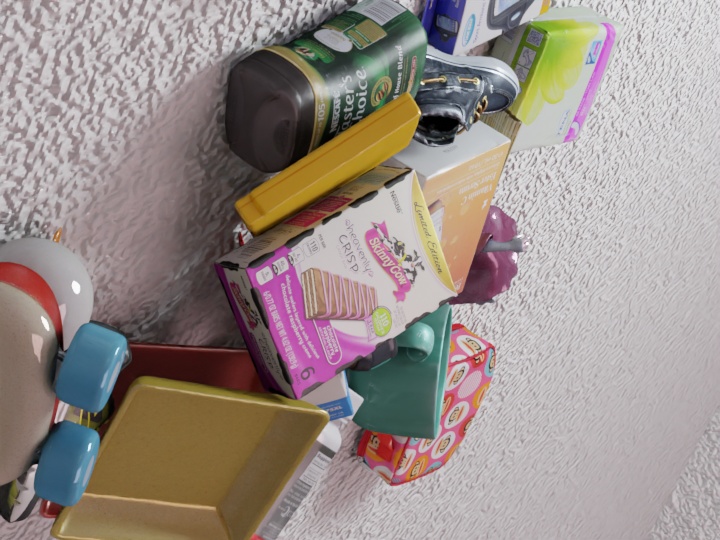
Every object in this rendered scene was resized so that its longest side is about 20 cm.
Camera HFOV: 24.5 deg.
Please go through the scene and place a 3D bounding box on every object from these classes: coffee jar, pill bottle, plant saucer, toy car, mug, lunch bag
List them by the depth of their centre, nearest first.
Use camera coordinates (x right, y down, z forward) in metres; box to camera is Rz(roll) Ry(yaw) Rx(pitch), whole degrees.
[{"bbox_3d":[-0.264,0.050,1.272,0.200,0.184,0.177,-70,179,-61],"label":"toy car"},{"bbox_3d":[-0.032,-0.165,1.471,0.200,0.085,0.105,-32,146,-40],"label":"coffee jar"},{"bbox_3d":[-0.159,0.169,1.495,0.199,0.049,0.200,12,125,-32],"label":"plant saucer"},{"bbox_3d":[-0.185,0.143,1.533,0.199,0.037,0.201,4,122,-26],"label":"plant saucer"},{"bbox_3d":[-0.093,0.190,1.751,0.200,0.114,0.114,-55,155,-3],"label":"pill bottle"},{"bbox_3d":[0.037,0.094,1.840,0.152,0.114,0.186,-74,168,-53],"label":"mug"},{"bbox_3d":[0.077,0.172,2.068,0.176,0.082,0.201,-17,135,-53],"label":"lunch bag"}]

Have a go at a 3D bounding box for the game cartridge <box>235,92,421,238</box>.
[{"bbox_3d":[-0.030,-0.090,1.475,0.176,0.033,0.200,-33,177,-3],"label":"game cartridge"}]

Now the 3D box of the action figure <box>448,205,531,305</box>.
[{"bbox_3d":[0.119,-0.058,1.894,0.148,0.134,0.200,-17,143,15],"label":"action figure"}]

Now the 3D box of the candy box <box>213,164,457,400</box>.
[{"bbox_3d":[-0.019,0.008,1.502,0.200,0.061,0.137,-33,114,-28],"label":"candy box"}]

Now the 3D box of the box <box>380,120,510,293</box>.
[{"bbox_3d":[0.049,-0.058,1.718,0.152,0.106,0.201,-28,143,-45],"label":"box"}]

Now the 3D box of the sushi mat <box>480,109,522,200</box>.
[{"bbox_3d":[0.108,-0.100,1.786,0.012,0.096,0.201,-10,130,-42],"label":"sushi mat"}]

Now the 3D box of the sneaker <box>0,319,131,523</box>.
[{"bbox_3d":[-0.253,0.131,1.416,0.084,0.074,0.201,10,113,-41],"label":"sneaker"}]

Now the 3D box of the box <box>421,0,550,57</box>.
[{"bbox_3d":[0.137,-0.294,1.673,0.200,0.041,0.119,-33,147,-44],"label":"box"}]

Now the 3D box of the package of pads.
[{"bbox_3d":[0.203,-0.213,1.854,0.200,0.068,0.155,-14,131,-55],"label":"package of pads"}]

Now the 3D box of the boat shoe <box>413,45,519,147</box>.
[{"bbox_3d":[0.095,-0.163,1.643,0.200,0.091,0.071,6,146,-46],"label":"boat shoe"}]

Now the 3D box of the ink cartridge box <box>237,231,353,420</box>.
[{"bbox_3d":[-0.063,0.053,1.617,0.067,0.117,0.200,-14,145,1],"label":"ink cartridge box"}]

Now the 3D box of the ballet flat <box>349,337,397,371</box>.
[{"bbox_3d":[0.000,0.000,1.625,0.073,0.201,0.073,-9,167,-2],"label":"ballet flat"}]

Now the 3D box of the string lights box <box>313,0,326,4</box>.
[{"bbox_3d":[0.007,-0.326,1.379,0.200,0.059,0.103,-45,151,-23],"label":"string lights box"}]
